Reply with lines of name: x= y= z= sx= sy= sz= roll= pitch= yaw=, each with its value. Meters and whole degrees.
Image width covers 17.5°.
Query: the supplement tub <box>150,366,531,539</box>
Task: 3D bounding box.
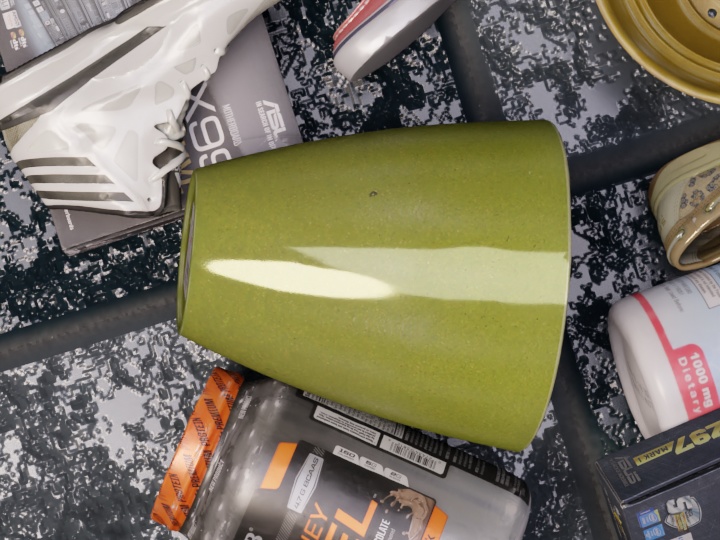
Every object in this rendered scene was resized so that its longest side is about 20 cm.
supplement tub: x=-0.012 y=0.139 z=1.346 sx=0.199 sy=0.123 sz=0.123 roll=23 pitch=85 yaw=0

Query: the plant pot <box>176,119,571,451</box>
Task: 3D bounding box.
plant pot: x=0.000 y=0.000 z=1.311 sx=0.198 sy=0.187 sz=0.189 roll=5 pitch=86 yaw=-9

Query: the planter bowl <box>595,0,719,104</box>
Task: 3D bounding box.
planter bowl: x=0.235 y=-0.190 z=1.390 sx=0.198 sy=0.083 sz=0.202 roll=-1 pitch=84 yaw=9

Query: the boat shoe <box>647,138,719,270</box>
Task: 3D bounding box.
boat shoe: x=0.266 y=-0.059 z=1.370 sx=0.199 sy=0.063 sz=0.073 roll=-27 pitch=129 yaw=18

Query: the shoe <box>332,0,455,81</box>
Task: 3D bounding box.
shoe: x=0.036 y=-0.209 z=1.402 sx=0.200 sy=0.071 sz=0.091 roll=-44 pitch=87 yaw=-10

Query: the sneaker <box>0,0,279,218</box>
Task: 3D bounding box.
sneaker: x=-0.107 y=-0.099 z=1.344 sx=0.199 sy=0.076 sz=0.116 roll=-28 pitch=96 yaw=4

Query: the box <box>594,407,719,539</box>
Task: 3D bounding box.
box: x=0.235 y=0.166 z=1.340 sx=0.157 sy=0.051 sz=0.201 roll=-22 pitch=121 yaw=-4

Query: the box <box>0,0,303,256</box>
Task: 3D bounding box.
box: x=-0.132 y=-0.127 z=1.397 sx=0.156 sy=0.050 sz=0.202 roll=-17 pitch=86 yaw=-3

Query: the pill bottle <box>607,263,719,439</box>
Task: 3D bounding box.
pill bottle: x=0.253 y=0.038 z=1.368 sx=0.198 sy=0.109 sz=0.110 roll=-20 pitch=87 yaw=-3
